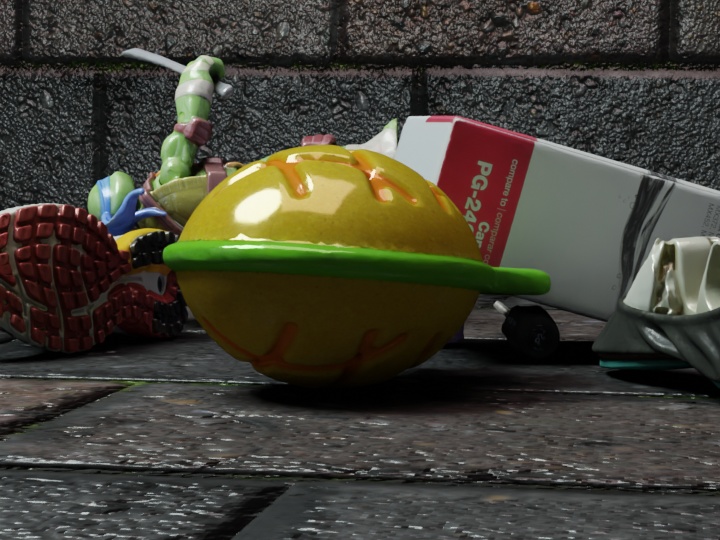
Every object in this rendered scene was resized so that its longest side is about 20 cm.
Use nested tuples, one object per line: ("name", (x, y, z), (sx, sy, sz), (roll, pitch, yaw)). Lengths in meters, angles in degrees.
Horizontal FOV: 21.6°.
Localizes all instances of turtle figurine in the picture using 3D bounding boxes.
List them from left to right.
("turtle figurine", (-0.074, -0.068, 1.229), (0.193, 0.144, 0.200), (3, 6, -1))

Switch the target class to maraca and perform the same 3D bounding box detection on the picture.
("maraca", (0.000, 0.000, 0.854), (0.137, 0.107, 0.200), (6, 0, 37))

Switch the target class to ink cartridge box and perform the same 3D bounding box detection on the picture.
("ink cartridge box", (0.120, -0.019, 1.027), (0.200, 0.084, 0.145), (16, 1, -9))

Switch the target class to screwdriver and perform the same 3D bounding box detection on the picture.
("screwdriver", (0.087, 0.032, 1.063), (0.028, 0.029, 0.200), (0, -1, -2))

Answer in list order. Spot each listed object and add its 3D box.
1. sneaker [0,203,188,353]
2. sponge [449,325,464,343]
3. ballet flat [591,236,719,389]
("sneaker", (-0.169, 0.010, 1.030), (0.082, 0.078, 0.200), (-2, -7, 21))
("sponge", (-0.019, 0.022, 1.128), (0.111, 0.030, 0.200), (-1, 3, -14))
("ballet flat", (0.163, 0.020, 0.855), (0.068, 0.069, 0.200), (-1, 3, -17))
